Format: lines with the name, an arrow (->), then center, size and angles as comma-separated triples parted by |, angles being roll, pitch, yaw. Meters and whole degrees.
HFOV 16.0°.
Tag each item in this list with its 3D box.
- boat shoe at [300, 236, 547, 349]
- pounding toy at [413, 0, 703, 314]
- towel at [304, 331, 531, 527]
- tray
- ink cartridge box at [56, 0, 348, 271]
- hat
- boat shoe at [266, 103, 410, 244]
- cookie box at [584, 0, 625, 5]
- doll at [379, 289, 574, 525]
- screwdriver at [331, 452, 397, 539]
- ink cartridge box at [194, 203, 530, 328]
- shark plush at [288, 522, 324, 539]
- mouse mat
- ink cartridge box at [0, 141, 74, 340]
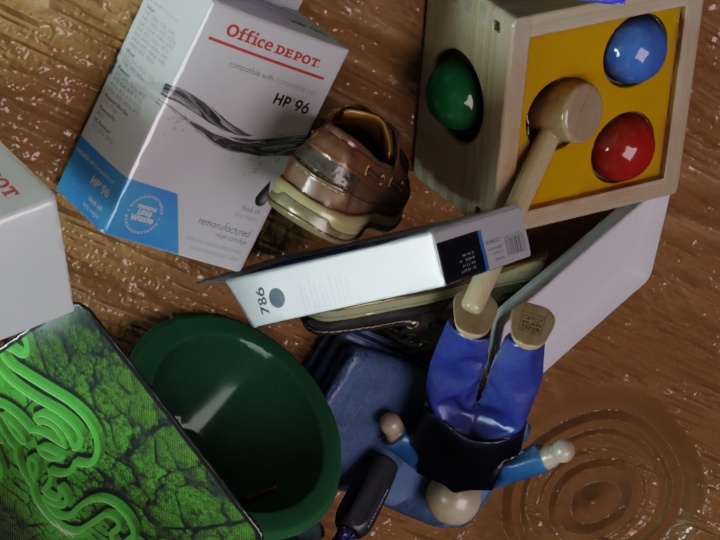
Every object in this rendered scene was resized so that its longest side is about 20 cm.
boat shoe -> 0.045, 0.023, 1.758 | 0.199, 0.073, 0.065 | -12, 118, -30
pounding toy -> 0.122, -0.101, 1.690 | 0.199, 0.142, 0.185 | -14, 124, -29
towel -> 0.028, 0.113, 1.818 | 0.199, 0.049, 0.112 | 25, 101, -43
tray -> 0.149, 0.016, 1.821 | 0.200, 0.022, 0.108 | -38, 152, -34
ink cartridge box -> -0.089, -0.112, 1.583 | 0.116, 0.068, 0.201 | 15, 107, -41
hat -> -0.136, 0.146, 1.708 | 0.199, 0.166, 0.176 | -16, 160, -49
boat shoe -> 0.000, -0.067, 1.612 | 0.068, 0.072, 0.200 | -61, 173, 14
cookie box -> 0.078, -0.263, 1.563 | 0.198, 0.075, 0.172 | 5, 116, -13
doll -> 0.082, 0.106, 1.757 | 0.135, 0.049, 0.201 | 12, 132, -3
screwdriver -> -0.025, 0.210, 1.735 | 0.028, 0.029, 0.201 | 32, 63, -9
ink cartridge box -> 0.000, 0.000, 1.621 | 0.099, 0.199, 0.040 | -19, 97, -50
shark plush -> -0.075, 0.189, 1.768 | 0.200, 0.083, 0.091 | 37, 74, -28
mouse mat -> -0.175, 0.133, 1.603 | 0.160, 0.008, 0.200 | -33, 100, 20
ink cartridge box -> -0.285, -0.007, 1.452 | 0.199, 0.148, 0.086 | -24, 130, -24
